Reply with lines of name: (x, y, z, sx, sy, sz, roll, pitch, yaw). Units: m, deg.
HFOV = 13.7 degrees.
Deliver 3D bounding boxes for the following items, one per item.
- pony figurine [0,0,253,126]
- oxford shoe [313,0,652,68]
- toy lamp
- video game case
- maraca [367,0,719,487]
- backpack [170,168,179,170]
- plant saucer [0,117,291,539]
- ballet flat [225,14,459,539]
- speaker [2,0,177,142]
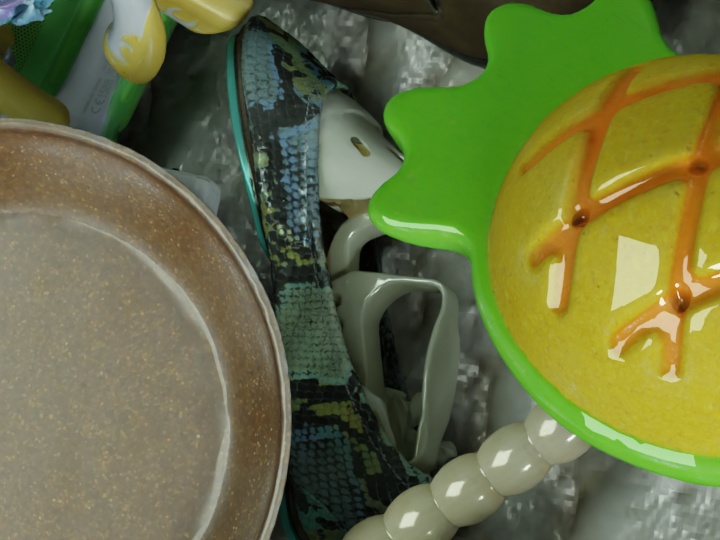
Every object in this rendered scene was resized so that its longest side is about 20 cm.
pony figurine: (-0.158, -0.124, 1.022, 0.193, 0.200, 0.167, -6, 55, 25)
oxford shoe: (0.017, -0.110, 1.016, 0.200, 0.084, 0.073, 10, 89, 46)
toy lamp: (0.010, 0.089, 0.966, 0.200, 0.058, 0.058, -34, 58, 17)
video game case: (-0.154, 0.051, 1.013, 0.182, 0.023, 0.200, 10, 85, 11)
maraca: (0.091, -0.013, 0.887, 0.137, 0.107, 0.200, -39, 56, -17)
backpack: (-0.158, 0.067, 1.109, 0.190, 0.154, 0.200, -13, 73, 31)
plant saucer: (-0.117, 0.052, 0.977, 0.200, 0.037, 0.201, -1, 83, 10)
ballet flat: (0.000, 0.000, 1.041, 0.074, 0.074, 0.200, -24, 68, 43)
speaker: (-0.100, -0.123, 1.146, 0.088, 0.088, 0.200, 46, 117, 41)
